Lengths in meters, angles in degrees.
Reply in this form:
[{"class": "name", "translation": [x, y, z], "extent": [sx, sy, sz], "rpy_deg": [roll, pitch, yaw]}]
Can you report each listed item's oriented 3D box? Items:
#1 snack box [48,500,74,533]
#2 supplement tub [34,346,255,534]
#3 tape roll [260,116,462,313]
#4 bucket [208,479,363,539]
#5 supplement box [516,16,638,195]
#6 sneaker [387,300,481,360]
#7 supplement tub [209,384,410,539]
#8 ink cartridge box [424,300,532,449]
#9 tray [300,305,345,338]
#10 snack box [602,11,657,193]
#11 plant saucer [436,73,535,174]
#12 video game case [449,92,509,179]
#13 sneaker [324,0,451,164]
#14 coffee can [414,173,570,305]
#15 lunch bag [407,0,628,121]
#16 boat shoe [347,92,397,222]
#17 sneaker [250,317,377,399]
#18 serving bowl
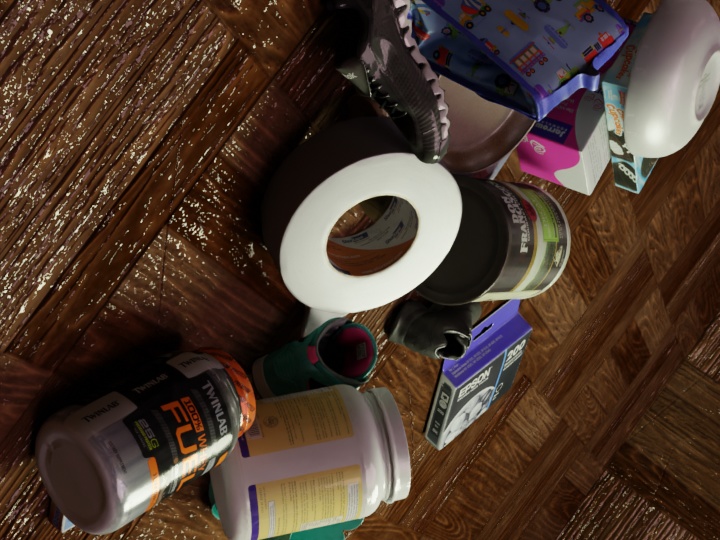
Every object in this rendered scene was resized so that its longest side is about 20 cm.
[{"class": "snack box", "translation": [-0.236, 0.195, 1.427], "extent": [0.199, 0.024, 0.072], "rpy_deg": [-29, 147, -45]}, {"class": "supplement tub", "translation": [-0.201, 0.155, 1.321], "extent": [0.199, 0.122, 0.124], "rpy_deg": [-30, 146, -44]}, {"class": "tape roll", "translation": [0.001, -0.054, 1.391], "extent": [0.198, 0.066, 0.202], "rpy_deg": [-15, 134, -15]}, {"class": "bucket", "translation": [-0.078, 0.256, 1.663], "extent": [0.207, 0.134, 0.208], "rpy_deg": [-41, 152, -28]}, {"class": "supplement box", "translation": [0.279, -0.212, 1.707], "extent": [0.201, 0.100, 0.104], "rpy_deg": [-60, 154, -18]}, {"class": "sneaker", "translation": [0.117, 0.082, 1.855], "extent": [0.199, 0.090, 0.077], "rpy_deg": [-18, 136, -55]}, {"class": "supplement tub", "translation": [-0.058, 0.203, 1.480], "extent": [0.197, 0.146, 0.146], "rpy_deg": [-9, 139, -14]}, {"class": "ink cartridge box", "translation": [0.187, 0.155, 2.137], "extent": [0.197, 0.043, 0.202], "rpy_deg": [-34, 148, -38]}, {"class": "tray", "translation": [0.000, 0.000, 1.614], "extent": [0.199, 0.022, 0.108], "rpy_deg": [-28, 144, -46]}, {"class": "snack box", "translation": [0.341, -0.201, 1.676], "extent": [0.117, 0.037, 0.201], "rpy_deg": [-57, 151, -23]}, {"class": "plant saucer", "translation": [0.141, -0.206, 1.554], "extent": [0.199, 0.032, 0.202], "rpy_deg": [-26, 134, -30]}, {"class": "video game case", "translation": [0.152, -0.176, 1.666], "extent": [0.183, 0.023, 0.200], "rpy_deg": [-56, 156, 4]}, {"class": "sneaker", "translation": [0.019, -0.186, 1.280], "extent": [0.090, 0.066, 0.202], "rpy_deg": [-27, 108, -24]}, {"class": "coffee can", "translation": [0.148, -0.036, 1.638], "extent": [0.199, 0.146, 0.147], "rpy_deg": [-2, 124, -61]}, {"class": "lunch bag", "translation": [0.161, -0.241, 1.378], "extent": [0.150, 0.199, 0.095], "rpy_deg": [-39, 152, -28]}, {"class": "boat shoe", "translation": [0.032, -0.121, 1.455], "extent": [0.064, 0.071, 0.201], "rpy_deg": [-41, 151, -26]}, {"class": "sneaker", "translation": [-0.024, 0.105, 1.586], "extent": [0.120, 0.085, 0.199], "rpy_deg": [-24, 167, 28]}, {"class": "serving bowl", "translation": [0.379, -0.224, 1.617], "extent": [0.200, 0.065, 0.202], "rpy_deg": [-41, 142, -43]}]
